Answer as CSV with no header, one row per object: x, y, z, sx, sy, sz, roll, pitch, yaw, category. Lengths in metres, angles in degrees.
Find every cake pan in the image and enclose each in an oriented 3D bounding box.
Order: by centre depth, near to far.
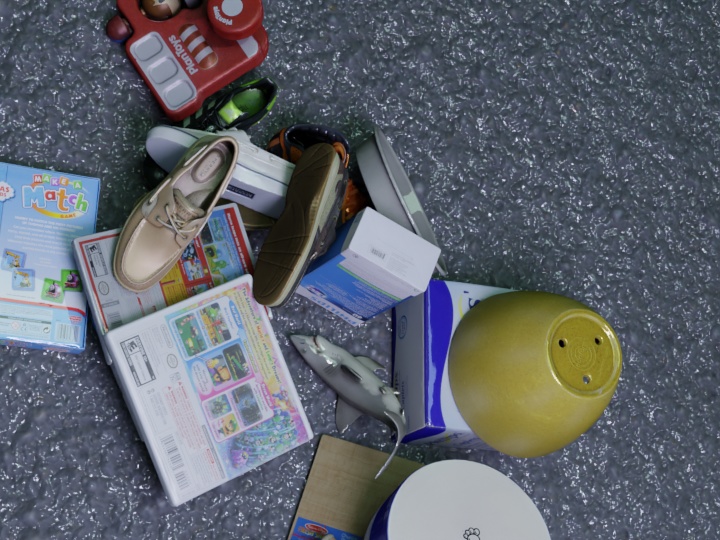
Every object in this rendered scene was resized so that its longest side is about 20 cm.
0.047,-0.078,1.587,0.037,0.200,0.201,-25,86,9,cake pan

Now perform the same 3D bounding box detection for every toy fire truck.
-0.212,-0.298,1.563,0.167,0.112,0.201,-34,77,-9,toy fire truck

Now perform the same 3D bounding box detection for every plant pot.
0.222,0.108,1.506,0.198,0.142,0.202,7,73,-23,plant pot

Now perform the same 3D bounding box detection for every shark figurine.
0.002,0.165,1.536,0.128,0.214,0.090,20,108,-47,shark figurine

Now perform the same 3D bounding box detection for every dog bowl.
0.107,0.311,1.415,0.199,0.079,0.201,12,53,-16,dog bowl

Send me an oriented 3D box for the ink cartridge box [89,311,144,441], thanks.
-0.213,0.114,1.471,0.115,0.067,0.201,-21,84,-28,ink cartridge box

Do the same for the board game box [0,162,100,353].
-0.375,-0.016,1.452,0.150,0.037,0.202,9,73,-22,board game box

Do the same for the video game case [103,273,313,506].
-0.164,0.128,1.428,0.181,0.024,0.201,-23,94,-28,video game case

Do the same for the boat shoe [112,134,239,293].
-0.201,-0.066,1.415,0.071,0.064,0.201,34,80,-17,boat shoe

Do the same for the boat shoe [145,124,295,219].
-0.151,-0.129,1.512,0.199,0.071,0.070,22,58,-14,boat shoe

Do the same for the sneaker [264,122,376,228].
-0.030,-0.098,1.585,0.200,0.112,0.078,41,64,-9,sneaker

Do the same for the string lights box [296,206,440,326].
0.000,0.000,1.522,0.102,0.200,0.059,30,67,-15,string lights box

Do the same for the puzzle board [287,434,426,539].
0.026,0.289,1.513,0.198,0.017,0.152,15,69,10,puzzle board

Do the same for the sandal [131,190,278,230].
-0.177,-0.069,1.546,0.199,0.054,0.081,-11,69,-23,sandal

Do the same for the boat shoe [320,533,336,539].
-0.033,0.332,1.455,0.198,0.072,0.077,2,68,4,boat shoe

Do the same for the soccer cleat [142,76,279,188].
-0.179,-0.170,1.556,0.200,0.081,0.068,-42,94,-27,soccer cleat

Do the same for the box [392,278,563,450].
0.147,0.121,1.608,0.198,0.105,0.186,7,73,-21,box

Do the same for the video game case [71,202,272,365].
-0.208,0.012,1.454,0.199,0.017,0.144,-14,81,-28,video game case

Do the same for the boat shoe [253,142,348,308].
-0.058,-0.044,1.471,0.065,0.073,0.201,36,71,-43,boat shoe
